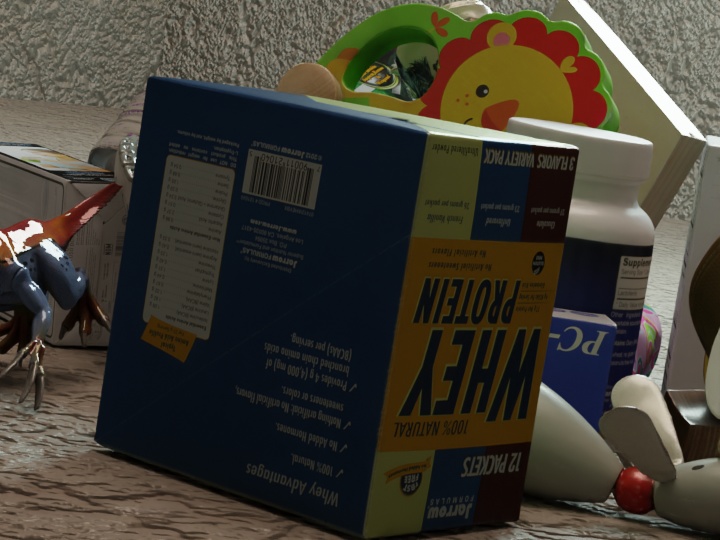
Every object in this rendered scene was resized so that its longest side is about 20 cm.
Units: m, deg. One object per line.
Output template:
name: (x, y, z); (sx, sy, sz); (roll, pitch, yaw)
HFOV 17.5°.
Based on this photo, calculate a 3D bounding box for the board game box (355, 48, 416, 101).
board game box: (0.029, -0.124, 1.734); (0.104, 0.024, 0.200); (33, 35, 13)

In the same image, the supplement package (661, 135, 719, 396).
supplement package: (0.301, 0.018, 1.652); (0.150, 0.202, 0.151); (10, 7, 7)

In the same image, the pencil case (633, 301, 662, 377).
pencil case: (0.162, 0.056, 1.659); (0.087, 0.088, 0.200); (11, 7, 16)

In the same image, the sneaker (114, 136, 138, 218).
sneaker: (-0.127, -0.010, 1.504); (0.074, 0.087, 0.201); (11, 38, -28)

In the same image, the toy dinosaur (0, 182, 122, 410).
toy dinosaur: (-0.225, -0.003, 1.384); (0.104, 0.201, 0.182); (-5, -29, 15)

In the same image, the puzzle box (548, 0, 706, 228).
puzzle box: (0.167, -0.096, 1.698); (0.025, 0.134, 0.200); (11, 30, -32)

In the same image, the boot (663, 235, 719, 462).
boot: (0.277, 0.050, 1.424); (0.154, 0.201, 0.077); (0, 32, -19)

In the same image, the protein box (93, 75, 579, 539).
protein box: (-0.015, 0.015, 1.230); (0.198, 0.202, 0.134); (14, 8, 38)

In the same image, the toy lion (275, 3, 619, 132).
toy lion: (0.069, -0.107, 1.584); (0.200, 0.191, 0.069); (49, 2, 26)

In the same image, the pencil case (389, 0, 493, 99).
pencil case: (0.091, -0.086, 1.644); (0.077, 0.201, 0.089); (-4, -28, -38)

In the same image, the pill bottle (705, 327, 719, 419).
pill bottle: (0.303, 0.076, 1.321); (0.199, 0.120, 0.120); (23, 3, -15)

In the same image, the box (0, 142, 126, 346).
box: (-0.223, -0.021, 1.647); (0.060, 0.118, 0.200); (1, 11, -30)

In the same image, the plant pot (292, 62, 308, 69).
plant pot: (0.043, -0.027, 1.805); (0.199, 0.201, 0.176); (3, 23, -43)

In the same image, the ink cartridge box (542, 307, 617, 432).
ink cartridge box: (0.047, 0.061, 1.400); (0.198, 0.095, 0.044); (9, 6, -5)

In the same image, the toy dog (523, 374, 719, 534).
toy dog: (0.126, 0.083, 1.308); (0.198, 0.097, 0.132); (8, 7, -7)

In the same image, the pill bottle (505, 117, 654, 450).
pill bottle: (0.124, 0.009, 1.480); (0.115, 0.202, 0.116); (9, 6, -1)

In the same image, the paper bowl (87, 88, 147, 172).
paper bowl: (-0.112, -0.028, 1.678); (0.200, 0.105, 0.201); (33, -20, 14)
